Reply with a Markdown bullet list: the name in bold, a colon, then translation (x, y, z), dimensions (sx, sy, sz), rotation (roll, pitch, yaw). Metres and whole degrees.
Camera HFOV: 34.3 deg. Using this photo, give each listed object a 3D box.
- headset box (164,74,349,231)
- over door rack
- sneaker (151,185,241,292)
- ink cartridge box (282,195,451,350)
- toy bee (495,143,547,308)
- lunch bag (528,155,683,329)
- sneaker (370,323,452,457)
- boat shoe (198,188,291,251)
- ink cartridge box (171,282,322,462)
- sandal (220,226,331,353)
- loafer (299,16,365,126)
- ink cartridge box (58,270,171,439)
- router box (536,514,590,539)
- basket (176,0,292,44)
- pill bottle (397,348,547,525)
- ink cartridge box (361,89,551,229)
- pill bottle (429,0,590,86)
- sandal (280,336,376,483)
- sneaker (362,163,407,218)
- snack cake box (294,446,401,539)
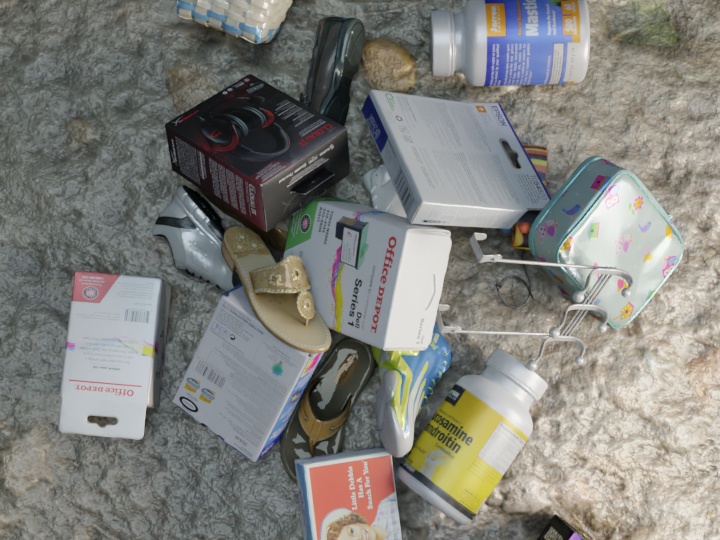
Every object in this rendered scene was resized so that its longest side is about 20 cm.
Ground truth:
- **headset box**: translation (-0.118, -0.143, 1.424), dimensions (0.199, 0.076, 0.148), rotation (33, 54, 32)
- **over door rack**: translation (0.199, 0.046, 1.357), dimensions (0.197, 0.149, 0.067), rotation (13, 47, -11)
- **sneaker**: translation (-0.188, -0.012, 1.499), dimensions (0.080, 0.074, 0.200), rotation (-42, 78, 7)
- **ink cartridge box**: translation (0.000, 0.000, 1.412), dimensions (0.198, 0.083, 0.147), rotation (19, 101, 42)
- **toy bee**: translation (0.219, -0.068, 1.469), dimensions (0.129, 0.109, 0.203), rotation (-14, 82, -2)
- **lunch bag**: translation (0.305, -0.035, 1.429), dimensions (0.161, 0.200, 0.077), rotation (-52, 40, -5)
- **sneaker**: translation (0.071, 0.133, 1.440), dimensions (0.103, 0.076, 0.203), rotation (3, 60, -14)
- **boat shoe**: translation (-0.147, -0.107, 1.508), dimensions (0.199, 0.074, 0.069), rotation (40, 64, 13)
- **ink cartridge box**: translation (-0.142, 0.136, 1.435), dimensions (0.136, 0.076, 0.202), rotation (33, 113, 12)
- **sandal**: translation (-0.100, 0.003, 1.387), dimensions (0.077, 0.070, 0.212), rotation (-13, 48, -36)
- **loafer**: translation (-0.049, -0.234, 1.525), dimensions (0.062, 0.072, 0.203), rotation (14, 85, 25)
- **ink cartridge box**: translation (-0.312, 0.110, 1.481), dimensions (0.114, 0.068, 0.203), rotation (5, 81, 3)
- **router box**: translation (0.283, 0.359, 1.362), dimensions (0.149, 0.200, 0.051), rotation (38, 87, 6)
- **basket**: translation (-0.151, -0.408, 1.499), dimensions (0.174, 0.139, 0.202), rotation (23, 114, 4)
- **pill bottle**: translation (0.142, 0.201, 1.432), dimensions (0.111, 0.112, 0.201), rotation (35, 84, 6)
- **ink cartridge box**: translation (0.119, -0.135, 1.434), dimensions (0.197, 0.041, 0.201), rotation (2, 48, -28)
- **pill bottle**: translation (0.188, -0.295, 1.497), dimensions (0.196, 0.112, 0.114), rotation (-2, 82, 1)
- **sandal**: translation (-0.042, 0.174, 1.470), dimensions (0.080, 0.054, 0.202), rotation (27, 84, 5)
- **sneaker**: translation (0.041, -0.084, 1.500), dimensions (0.098, 0.078, 0.202), rotation (19, 74, 11)
- **snack cake box**: translation (-0.011, 0.325, 1.421), dimensions (0.113, 0.067, 0.204), rotation (-6, 88, -14)
